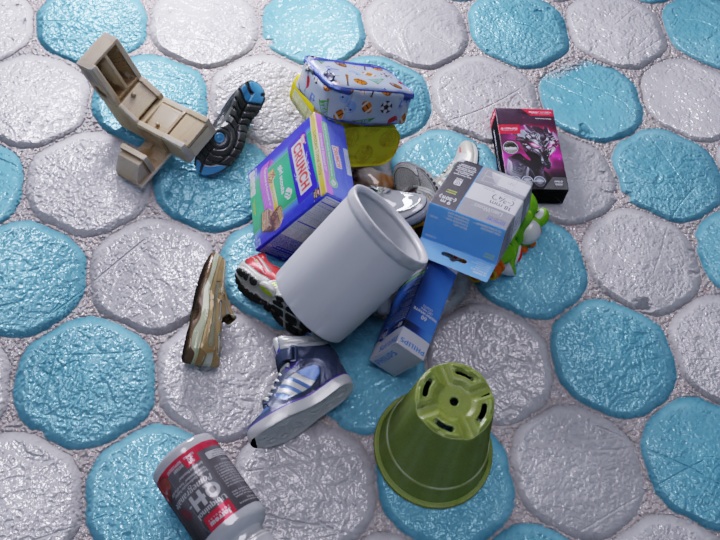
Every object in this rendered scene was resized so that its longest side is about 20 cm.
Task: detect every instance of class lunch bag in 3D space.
[{"bbox_3d":[-0.014,-0.326,1.699,0.197,0.077,0.161,2,34,-32],"label":"lunch bag"}]

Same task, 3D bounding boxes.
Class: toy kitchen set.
[{"bbox_3d":[-0.402,-0.273,1.686,0.198,0.181,0.164,28,71,29],"label":"toy kitchen set"}]

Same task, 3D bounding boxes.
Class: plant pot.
[{"bbox_3d":[0.129,0.237,1.462,0.196,0.191,0.203,4,58,-6],"label":"plant pot"}]

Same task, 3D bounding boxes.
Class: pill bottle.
[{"bbox_3d":[-0.208,0.350,1.396,0.110,0.111,0.200,-32,68,-24],"label":"pill bottle"}]

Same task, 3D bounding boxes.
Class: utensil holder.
[{"bbox_3d":[-0.017,-0.009,1.536,0.200,0.169,0.171,-43,66,17],"label":"utensil holder"}]

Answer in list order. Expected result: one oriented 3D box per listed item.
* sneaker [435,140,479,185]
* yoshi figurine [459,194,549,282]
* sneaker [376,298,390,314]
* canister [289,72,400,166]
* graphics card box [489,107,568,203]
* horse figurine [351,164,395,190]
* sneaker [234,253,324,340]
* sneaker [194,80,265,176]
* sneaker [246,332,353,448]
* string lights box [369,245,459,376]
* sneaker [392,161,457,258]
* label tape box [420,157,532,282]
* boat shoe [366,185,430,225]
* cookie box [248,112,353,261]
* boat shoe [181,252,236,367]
[{"bbox_3d":[0.165,-0.168,1.780,0.092,0.071,0.203,14,61,-5],"label":"sneaker"},{"bbox_3d":[0.263,-0.074,1.718,0.112,0.113,0.200,36,58,22],"label":"yoshi figurine"},{"bbox_3d":[0.000,0.000,1.663,0.080,0.074,0.202,-16,51,0],"label":"sneaker"},{"bbox_3d":[-0.034,-0.289,1.783,0.146,0.087,0.201,-5,43,-32],"label":"canister"},{"bbox_3d":[0.325,-0.225,1.848,0.123,0.051,0.203,1,60,-7],"label":"graphics card box"},{"bbox_3d":[0.002,-0.160,1.762,0.197,0.050,0.133,25,48,14],"label":"horse figurine"},{"bbox_3d":[-0.121,0.037,1.621,0.199,0.077,0.085,39,52,12],"label":"sneaker"},{"bbox_3d":[-0.246,-0.260,1.788,0.073,0.082,0.202,36,77,-16],"label":"sneaker"},{"bbox_3d":[-0.123,0.181,1.535,0.198,0.081,0.147,-29,58,-19],"label":"sneaker"},{"bbox_3d":[0.092,0.068,1.604,0.058,0.103,0.202,32,58,-13],"label":"string lights box"},{"bbox_3d":[0.112,-0.102,1.688,0.077,0.082,0.203,-30,80,25],"label":"sneaker"},{"bbox_3d":[0.192,-0.090,1.612,0.142,0.064,0.201,21,49,17],"label":"label tape box"},{"bbox_3d":[0.022,-0.111,1.643,0.196,0.067,0.074,-7,45,20],"label":"boat shoe"},{"bbox_3d":[-0.105,-0.143,1.652,0.074,0.199,0.174,19,49,-39],"label":"cookie box"},{"bbox_3d":[-0.244,0.069,1.594,0.075,0.072,0.203,15,65,-15],"label":"boat shoe"}]
